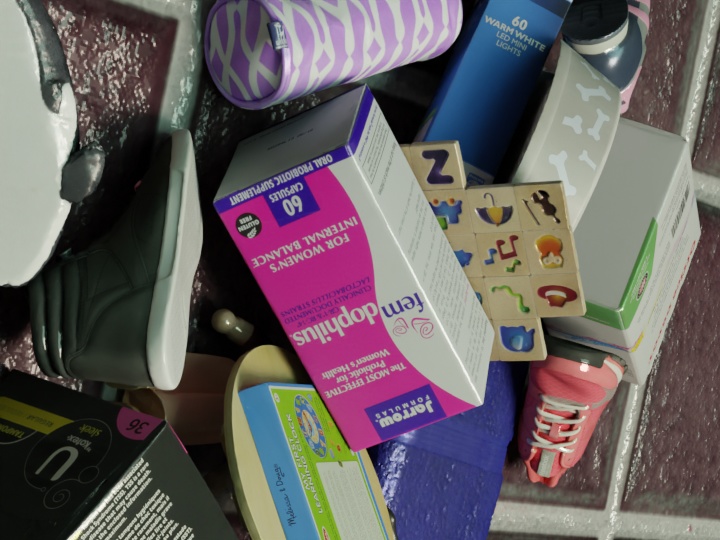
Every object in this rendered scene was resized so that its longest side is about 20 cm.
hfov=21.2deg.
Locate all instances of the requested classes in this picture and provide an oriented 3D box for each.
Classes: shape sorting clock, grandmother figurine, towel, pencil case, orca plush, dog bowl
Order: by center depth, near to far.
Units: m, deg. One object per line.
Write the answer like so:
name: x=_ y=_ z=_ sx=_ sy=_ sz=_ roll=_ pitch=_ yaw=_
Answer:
orca plush: x=-0.206 y=-0.096 z=1.102 sx=0.104 sy=0.071 sz=0.202 roll=-14 pitch=112 yaw=1
shape sorting clock: x=-0.031 y=0.143 z=1.220 sx=0.201 sy=0.039 sz=0.201 roll=56 pitch=20 yaw=-33
grandmother figurine: x=-0.083 y=0.089 z=1.273 sx=0.199 sy=0.060 sz=0.123 roll=2 pitch=106 yaw=-47
pencil case: x=-0.018 y=-0.165 z=1.275 sx=0.199 sy=0.084 sz=0.086 roll=-21 pitch=91 yaw=-47
dog bowl: x=0.122 y=-0.063 z=1.376 sx=0.058 sy=0.200 sz=0.202 roll=26 pitch=75 yaw=-5
towel: x=0.053 y=0.139 z=1.453 sx=0.147 sy=0.049 sz=0.202 roll=22 pitch=80 yaw=-46

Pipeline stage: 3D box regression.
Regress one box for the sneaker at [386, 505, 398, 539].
sneaker: x=-0.025 y=0.242 z=1.333 sx=0.076 sy=0.114 sz=0.202 roll=18 pitch=87 yaw=-47

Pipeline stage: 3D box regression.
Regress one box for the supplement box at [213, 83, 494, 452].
supplement box: x=0.000 y=0.000 z=1.255 sx=0.201 sy=0.100 sz=0.104 roll=61 pitch=19 yaw=-21

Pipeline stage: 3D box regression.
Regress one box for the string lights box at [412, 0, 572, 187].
string lights box: x=0.088 y=-0.131 z=1.379 sx=0.059 sy=0.103 sz=0.202 roll=26 pitch=76 yaw=-4

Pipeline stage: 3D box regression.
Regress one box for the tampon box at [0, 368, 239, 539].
tampon box: x=-0.158 y=0.182 z=1.134 sx=0.126 sy=0.149 sz=0.201 roll=-48 pitch=131 yaw=-29

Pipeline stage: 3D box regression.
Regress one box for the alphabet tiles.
alphabet tiles: x=0.050 y=-0.010 z=1.304 sx=0.008 sy=0.198 sz=0.169 roll=-59 pitch=141 yaw=-56

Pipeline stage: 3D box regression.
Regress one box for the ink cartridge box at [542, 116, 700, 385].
ink cartridge box: x=0.203 y=-0.013 z=1.510 sx=0.146 sy=0.083 sz=0.200 roll=-67 pitch=161 yaw=-13

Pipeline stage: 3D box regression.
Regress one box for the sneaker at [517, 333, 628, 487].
sneaker: x=0.159 y=0.115 z=1.485 sx=0.200 sy=0.073 sz=0.088 roll=82 pitch=24 yaw=-68

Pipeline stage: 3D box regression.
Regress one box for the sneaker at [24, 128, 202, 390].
sneaker: x=-0.150 y=-0.013 z=1.163 sx=0.071 sy=0.098 sz=0.201 roll=82 pitch=9 yaw=-47

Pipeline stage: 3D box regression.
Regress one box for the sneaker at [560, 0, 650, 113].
sneaker: x=0.191 y=-0.196 z=1.484 sx=0.201 sy=0.069 sz=0.083 roll=-67 pitch=146 yaw=-50
